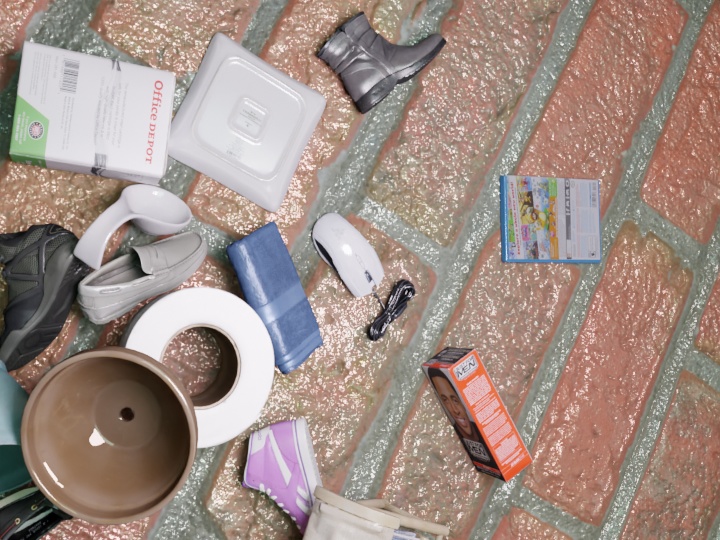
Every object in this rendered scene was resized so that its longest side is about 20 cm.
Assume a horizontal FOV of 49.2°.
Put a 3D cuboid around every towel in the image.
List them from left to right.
[{"bbox_3d":[-0.125,0.040,1.136,0.111,0.048,0.205,-35,106,-58],"label":"towel"}]

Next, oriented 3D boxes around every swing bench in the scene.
[{"bbox_3d":[0.003,0.430,1.101,0.199,0.127,0.204,29,77,-51],"label":"swing bench"}]

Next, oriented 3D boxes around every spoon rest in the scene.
[{"bbox_3d":[-0.296,-0.069,1.042,0.098,0.200,0.061,32,121,4],"label":"spoon rest"}]

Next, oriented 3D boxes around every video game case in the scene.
[{"bbox_3d":[0.330,-0.087,1.359,0.195,0.018,0.148,0,88,-21],"label":"video game case"}]

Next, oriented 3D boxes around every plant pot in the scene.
[{"bbox_3d":[-0.484,0.185,0.951,0.195,0.201,0.137,-11,64,-21],"label":"plant pot"},{"bbox_3d":[-0.285,0.182,0.924,0.195,0.093,0.207,-1,100,-3],"label":"plant pot"}]

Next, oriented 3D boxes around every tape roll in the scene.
[{"bbox_3d":[-0.226,0.127,1.067,0.197,0.139,0.209,1,87,-21],"label":"tape roll"}]

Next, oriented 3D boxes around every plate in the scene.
[{"bbox_3d":[-0.166,-0.221,1.166,0.196,0.032,0.204,28,78,-18],"label":"plate"}]

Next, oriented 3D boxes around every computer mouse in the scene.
[{"bbox_3d":[0.000,0.000,1.212,0.109,0.044,0.201,-42,102,-17],"label":"computer mouse"}]

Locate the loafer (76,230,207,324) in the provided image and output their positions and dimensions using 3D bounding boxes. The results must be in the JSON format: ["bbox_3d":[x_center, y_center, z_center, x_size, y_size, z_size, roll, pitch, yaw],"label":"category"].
[{"bbox_3d":[-0.291,-0.003,1.067,0.069,0.071,0.199,33,51,27],"label":"loafer"}]

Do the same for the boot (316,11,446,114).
[{"bbox_3d":[0.037,-0.354,1.236,0.199,0.070,0.133,-39,96,-23],"label":"boot"}]

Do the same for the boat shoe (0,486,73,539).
[{"bbox_3d":[-0.385,0.296,1.023,0.198,0.074,0.063,-31,58,-16],"label":"boat shoe"}]

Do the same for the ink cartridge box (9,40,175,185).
[{"bbox_3d":[-0.358,-0.206,1.062,0.195,0.084,0.151,8,84,-20],"label":"ink cartridge box"}]

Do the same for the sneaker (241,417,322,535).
[{"bbox_3d":[-0.112,0.322,1.149,0.111,0.073,0.206,-13,97,-1],"label":"sneaker"}]

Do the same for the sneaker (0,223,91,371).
[{"bbox_3d":[-0.437,0.026,1.031,0.113,0.076,0.203,33,101,17],"label":"sneaker"}]

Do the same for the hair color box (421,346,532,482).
[{"bbox_3d":[0.182,0.224,1.240,0.060,0.101,0.203,-30,97,-19],"label":"hair color box"}]
